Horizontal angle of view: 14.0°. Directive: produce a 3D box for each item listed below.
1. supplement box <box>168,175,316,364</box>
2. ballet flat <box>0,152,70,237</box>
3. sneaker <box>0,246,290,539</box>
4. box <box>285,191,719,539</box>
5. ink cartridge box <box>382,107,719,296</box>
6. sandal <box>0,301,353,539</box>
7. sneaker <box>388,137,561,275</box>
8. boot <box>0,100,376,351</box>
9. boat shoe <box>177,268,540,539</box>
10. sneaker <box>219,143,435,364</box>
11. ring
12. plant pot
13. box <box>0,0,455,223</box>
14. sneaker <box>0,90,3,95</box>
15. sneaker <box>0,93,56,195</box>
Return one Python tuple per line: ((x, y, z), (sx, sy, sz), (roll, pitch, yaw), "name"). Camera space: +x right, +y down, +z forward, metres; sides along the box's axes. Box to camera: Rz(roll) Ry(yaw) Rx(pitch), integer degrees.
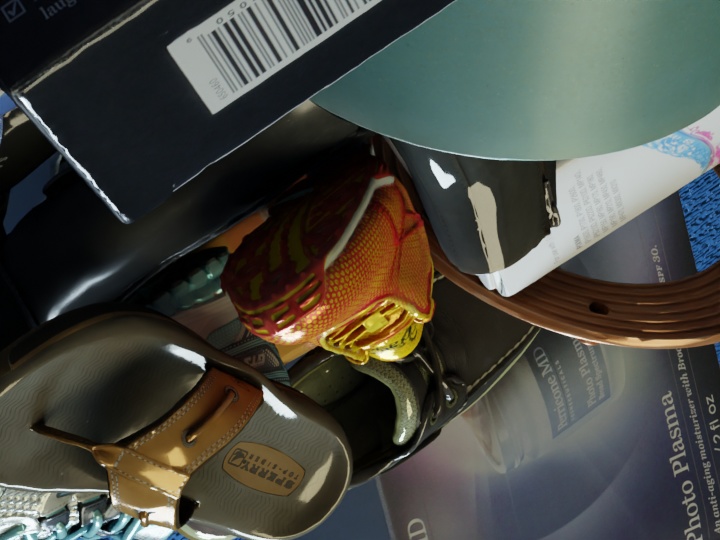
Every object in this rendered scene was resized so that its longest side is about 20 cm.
((-0.097, 0.033, 1.239), (0.200, 0.067, 0.069), (-31, -164, 18), "supplement box")
((-0.082, -0.056, 1.149), (0.200, 0.067, 0.070), (-45, 156, 26), "ballet flat")
((-0.102, 0.075, 1.122), (0.200, 0.086, 0.078), (-38, -170, -27), "sneaker")
((0.057, 0.061, 1.358), (0.198, 0.201, 0.123), (-21, -169, -28), "box")
((0.097, -0.108, 1.182), (0.200, 0.148, 0.086), (-32, 155, -5), "ink cartridge box")
((-0.066, 0.068, 1.063), (0.082, 0.055, 0.200), (-52, 139, 9), "sandal")
((0.047, -0.094, 1.108), (0.075, 0.200, 0.106), (-2, 129, 24), "sneaker")
((-0.093, -0.013, 1.055), (0.200, 0.066, 0.165), (-29, -174, 17), "boot")
((0.008, 0.051, 1.225), (0.201, 0.072, 0.066), (-32, -167, -15), "boat shoe")
((0.000, 0.000, 1.095), (0.073, 0.077, 0.200), (-32, -177, 13), "sneaker")
((0.098, -0.032, 1.263), (0.200, 0.200, 0.019), (-17, 140, -35), "ring")
((0.054, -0.162, 0.975), (0.200, 0.201, 0.161), (-21, 141, -27), "plant pot")
((-0.068, -0.143, 0.831), (0.148, 0.200, 0.107), (-33, 158, 0), "box")
((-0.176, -0.091, 0.948), (0.200, 0.075, 0.082), (-3, 143, -50), "sneaker")
((-0.171, -0.042, 1.058), (0.200, 0.070, 0.078), (-28, 155, -12), "sneaker")
